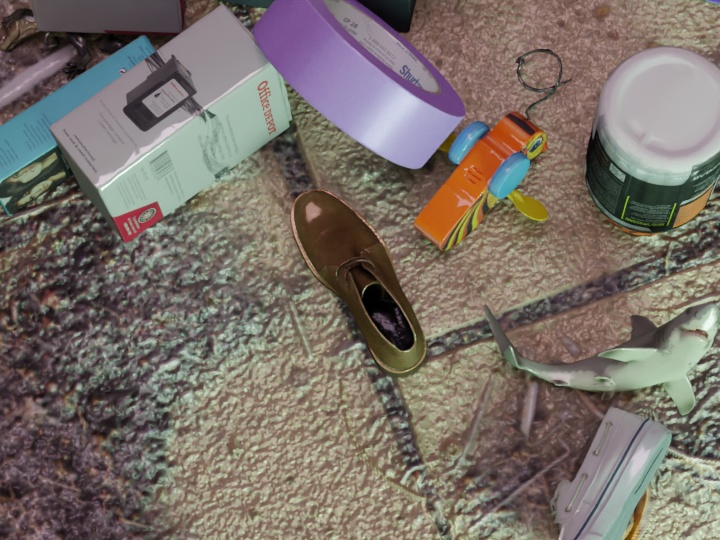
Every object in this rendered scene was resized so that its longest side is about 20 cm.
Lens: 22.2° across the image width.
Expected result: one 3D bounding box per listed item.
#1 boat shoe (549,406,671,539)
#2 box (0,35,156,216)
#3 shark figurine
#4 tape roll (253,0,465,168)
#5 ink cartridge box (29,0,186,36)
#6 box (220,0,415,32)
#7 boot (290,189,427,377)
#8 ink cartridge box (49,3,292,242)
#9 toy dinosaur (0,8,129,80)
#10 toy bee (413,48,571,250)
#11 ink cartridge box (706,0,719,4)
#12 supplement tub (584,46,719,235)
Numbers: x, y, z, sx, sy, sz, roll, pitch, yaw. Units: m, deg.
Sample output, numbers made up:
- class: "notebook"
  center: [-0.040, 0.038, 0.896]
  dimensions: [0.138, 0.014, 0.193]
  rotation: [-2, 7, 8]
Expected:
- class: "boat shoe"
  center: [0.201, 0.212, 1.624]
  dimensions: [0.067, 0.074, 0.200]
  rotation: [25, 64, 24]
- class: "box"
  center: [-0.268, -0.136, 1.732]
  dimensions: [0.200, 0.082, 0.049]
  rotation: [-34, 74, -9]
- class: "shark figurine"
  center: [0.227, 0.069, 1.671]
  dimensions: [0.214, 0.128, 0.090]
  rotation: [-7, 45, 17]
- class: "tape roll"
  center: [0.000, -0.182, 1.668]
  dimensions: [0.200, 0.200, 0.066]
  rotation: [45, 108, 14]
- class: "ink cartridge box"
  center: [-0.235, -0.346, 1.747]
  dimensions: [0.145, 0.145, 0.200]
  rotation: [2, 59, 1]
- class: "box"
  center: [-0.033, -0.348, 1.782]
  dimensions: [0.200, 0.104, 0.182]
  rotation: [11, 72, 5]
- class: "boot"
  center: [0.000, 0.000, 1.686]
  dimensions: [0.074, 0.075, 0.200]
  rotation: [-31, 73, -6]
- class: "ink cartridge box"
  center: [-0.171, -0.134, 1.695]
  dimensions: [0.200, 0.145, 0.083]
  rotation: [-37, 73, -9]
- class: "toy dinosaur"
  center: [-0.256, -0.229, 1.782]
  dimensions: [0.200, 0.047, 0.088]
  rotation: [-10, 66, -5]
- class: "toy bee"
  center: [0.138, -0.101, 1.711]
  dimensions: [0.200, 0.109, 0.131]
  rotation: [-33, 76, 19]
- class: "ink cartridge box"
  center: [0.296, -0.375, 1.815]
  dimensions: [0.200, 0.043, 0.198]
  rotation: [14, 73, 5]
- class: "supplement tub"
  center: [0.266, -0.108, 1.648]
  dimensions: [0.122, 0.200, 0.123]
  rotation: [0, 72, 1]
